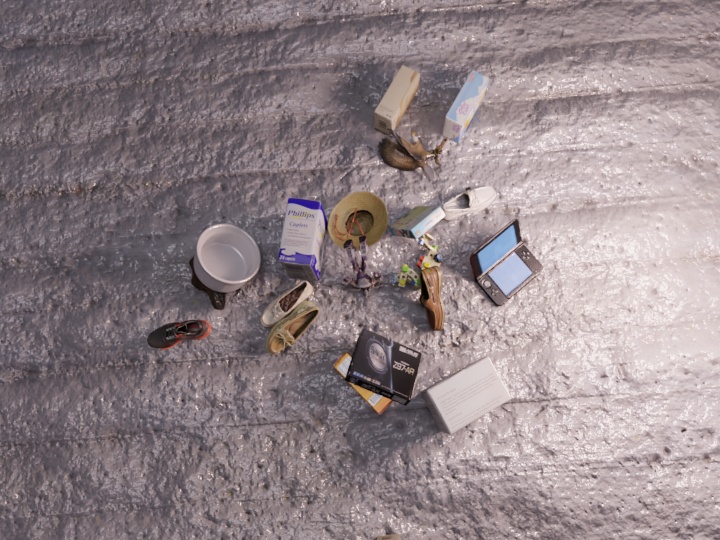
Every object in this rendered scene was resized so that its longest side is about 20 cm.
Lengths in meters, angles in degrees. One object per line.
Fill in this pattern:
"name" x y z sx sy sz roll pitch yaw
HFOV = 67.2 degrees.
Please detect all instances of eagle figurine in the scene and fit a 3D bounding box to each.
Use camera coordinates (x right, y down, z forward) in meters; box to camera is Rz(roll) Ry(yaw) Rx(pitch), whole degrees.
"eagle figurine" 0.165 -0.388 1.766 0.196 0.154 0.152 -1 37 -15

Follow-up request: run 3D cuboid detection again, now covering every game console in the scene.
"game console" 0.452 -0.022 1.665 0.199 0.119 0.173 -38 76 -8

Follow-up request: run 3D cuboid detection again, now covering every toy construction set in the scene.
"toy construction set" 0.185 -0.024 1.695 0.129 0.092 0.203 23 87 8

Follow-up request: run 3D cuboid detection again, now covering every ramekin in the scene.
"ramekin" -0.416 -0.032 1.669 0.198 0.098 0.204 16 55 -24

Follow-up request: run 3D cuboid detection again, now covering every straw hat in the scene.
"straw hat" 0.001 -0.147 1.732 0.197 0.085 0.205 -4 76 15

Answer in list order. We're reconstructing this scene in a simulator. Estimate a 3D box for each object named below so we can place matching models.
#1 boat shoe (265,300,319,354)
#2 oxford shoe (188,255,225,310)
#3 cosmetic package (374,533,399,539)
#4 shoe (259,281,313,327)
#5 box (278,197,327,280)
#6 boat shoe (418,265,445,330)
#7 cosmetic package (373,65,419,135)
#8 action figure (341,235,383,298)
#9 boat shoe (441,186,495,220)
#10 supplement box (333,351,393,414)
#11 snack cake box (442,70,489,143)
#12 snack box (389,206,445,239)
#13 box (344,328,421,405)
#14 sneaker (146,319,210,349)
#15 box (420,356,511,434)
"boat shoe" -0.208 0.175 1.648 0.200 0.062 0.073 -49 121 -11
"oxford shoe" -0.485 0.043 1.712 0.084 0.073 0.202 -29 72 10
"cosmetic package" 0.085 0.828 1.454 0.070 0.105 0.204 -8 73 1
"shoe" -0.234 0.101 1.687 0.199 0.053 0.070 -39 77 -8
"box" -0.172 -0.092 1.671 0.103 0.184 0.204 6 75 5
"boat shoe" 0.207 0.088 1.635 0.067 0.072 0.204 -12 101 -27
"cosmetic package" 0.122 -0.572 1.827 0.070 0.105 0.202 28 79 8
"action figure" 0.000 0.000 1.663 0.128 0.070 0.203 -12 116 2
"boat shoe" 0.352 -0.224 1.748 0.197 0.069 0.072 -25 74 -6
"supplement box" 0.008 0.334 1.610 0.069 0.067 0.200 -42 77 -7
"snack cake box" 0.350 -0.547 1.813 0.066 0.115 0.202 28 78 9
"snack box" 0.171 -0.150 1.672 0.116 0.200 0.037 -39 105 -8
"box" 0.070 0.281 1.587 0.197 0.044 0.162 23 54 -3
"sneaker" -0.565 0.185 1.661 0.196 0.082 0.078 -16 75 -3
"box" 0.289 0.352 1.527 0.197 0.200 0.132 -28 77 -5
